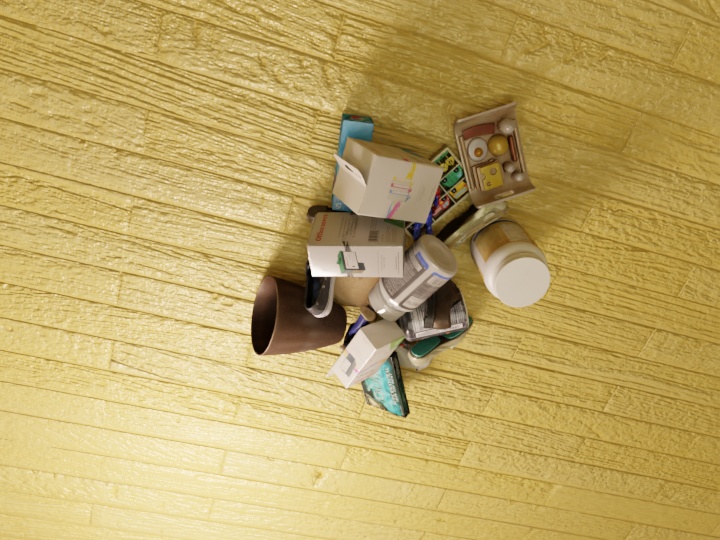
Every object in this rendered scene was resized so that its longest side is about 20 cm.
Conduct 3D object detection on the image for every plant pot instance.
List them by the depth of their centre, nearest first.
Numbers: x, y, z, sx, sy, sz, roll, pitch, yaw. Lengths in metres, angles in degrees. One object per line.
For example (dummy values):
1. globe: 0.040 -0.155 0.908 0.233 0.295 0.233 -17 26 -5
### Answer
1. plant pot: -0.140 0.120 1.393 0.199 0.187 0.188 10 117 -26

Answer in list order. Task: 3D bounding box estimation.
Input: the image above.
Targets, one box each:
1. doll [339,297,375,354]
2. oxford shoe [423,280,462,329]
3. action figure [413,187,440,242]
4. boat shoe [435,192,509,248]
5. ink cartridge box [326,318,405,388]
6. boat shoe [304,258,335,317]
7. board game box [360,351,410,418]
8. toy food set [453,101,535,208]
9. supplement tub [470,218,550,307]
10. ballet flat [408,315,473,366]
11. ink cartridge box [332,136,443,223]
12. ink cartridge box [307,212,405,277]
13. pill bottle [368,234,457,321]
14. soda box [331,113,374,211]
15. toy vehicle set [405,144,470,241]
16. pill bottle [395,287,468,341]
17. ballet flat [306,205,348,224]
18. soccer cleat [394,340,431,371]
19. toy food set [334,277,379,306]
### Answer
1. doll: -0.010 0.154 1.423 0.048 0.137 0.201 34 136 8
2. oxford shoe: 0.201 0.047 1.374 0.084 0.202 0.073 7 159 5
3. action figure: 0.143 -0.131 1.311 0.065 0.052 0.201 -2 124 -8
4. boat shoe: 0.255 -0.100 1.356 0.200 0.073 0.063 -42 108 8
5. ink cartridge box: 0.010 0.210 1.399 0.067 0.117 0.200 50 129 21
6. boat shoe: -0.099 0.004 1.320 0.069 0.202 0.066 -5 160 31
7. board game box: 0.053 0.286 1.517 0.135 0.028 0.201 10 125 39
8. toy food set: 0.297 -0.250 1.264 0.142 0.060 0.201 -18 107 -2
9. supplement tub: 0.342 -0.019 1.329 0.143 0.200 0.146 -2 118 -3
10. ballet flat: 0.206 0.182 1.479 0.199 0.069 0.070 -28 119 -17
11. ink cartridge box: 0.044 -0.187 1.197 0.199 0.129 0.126 4 114 -33
12. ink cartridge box: -0.005 -0.058 1.244 0.198 0.147 0.085 0 124 7
13. pill bottle: 0.115 0.021 1.315 0.113 0.114 0.200 34 124 -19
14. soda box: -0.020 -0.233 1.269 0.067 0.064 0.201 5 117 -7
15. toy vehicle set: 0.159 -0.177 1.332 0.200 0.027 0.124 -41 113 16
16. pill bottle: 0.161 0.114 1.439 0.198 0.106 0.107 -12 118 3
17. ballet flat: -0.026 -0.114 1.334 0.198 0.068 0.047 3 138 -3
18. soccer cleat: 0.096 0.207 1.505 0.199 0.070 0.078 29 120 -19
19. toy food set: 0.000 0.000 1.400 0.198 0.049 0.200 -40 114 16
